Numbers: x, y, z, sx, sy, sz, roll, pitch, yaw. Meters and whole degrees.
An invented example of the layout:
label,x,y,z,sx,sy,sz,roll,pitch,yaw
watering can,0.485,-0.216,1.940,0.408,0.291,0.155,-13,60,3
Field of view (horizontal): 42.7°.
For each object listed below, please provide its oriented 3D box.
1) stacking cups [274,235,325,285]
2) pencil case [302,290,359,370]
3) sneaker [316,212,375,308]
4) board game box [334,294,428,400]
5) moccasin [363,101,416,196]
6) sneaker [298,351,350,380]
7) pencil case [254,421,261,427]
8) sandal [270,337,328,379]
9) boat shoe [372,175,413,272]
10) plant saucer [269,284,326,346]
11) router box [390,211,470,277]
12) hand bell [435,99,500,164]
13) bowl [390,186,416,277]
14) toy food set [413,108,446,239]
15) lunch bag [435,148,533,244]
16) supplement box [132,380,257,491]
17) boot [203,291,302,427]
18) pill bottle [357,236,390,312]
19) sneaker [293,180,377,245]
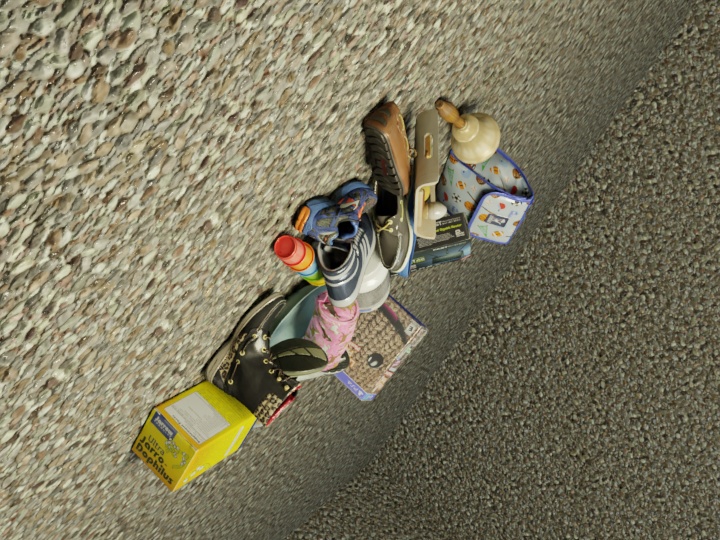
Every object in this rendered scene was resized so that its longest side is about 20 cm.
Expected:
label,x,y,z,sx,sy,sz,roll,pitch,yaw
stacking cups,-0.095,-0.024,1.548,0.061,0.060,0.200,-49,162,-1
pencil case,-0.062,0.116,1.755,0.082,0.087,0.201,-8,148,-20
sneaker,-0.024,-0.048,1.585,0.109,0.069,0.202,70,26,-51
board game box,0.018,0.147,1.951,0.201,0.159,0.097,-51,165,3
moccasin,0.053,-0.195,1.505,0.078,0.073,0.202,-52,148,-21
sneaker,-0.118,0.188,1.867,0.197,0.075,0.080,-2,156,-20
pencil case,-0.194,0.250,1.782,0.200,0.082,0.092,137,-31,-70
sandal,-0.155,0.182,1.679,0.198,0.080,0.058,-17,144,-16
boat shoe,0.051,-0.099,1.629,0.060,0.071,0.205,-2,94,-50
plant saucer,-0.129,0.090,1.751,0.201,0.039,0.202,-46,164,-17
router box,0.135,-0.051,1.947,0.197,0.063,0.150,-15,164,4
hand bell,0.185,-0.280,1.726,0.105,0.104,0.200,-51,153,7
bowl,0.089,-0.090,1.777,0.201,0.039,0.204,9,90,-85
toy food set,0.122,-0.163,1.592,0.201,0.059,0.146,87,4,-64
lunch bag,0.269,-0.166,1.984,0.124,0.200,0.171,-41,164,-30
supplement box,-0.282,0.278,1.618,0.110,0.109,0.199,-57,163,27
boot,-0.160,0.154,1.591,0.201,0.150,0.073,-50,165,0
pill bottle,0.000,0.000,1.763,0.114,0.114,0.200,-46,166,-12
sneaker,-0.029,-0.087,1.529,0.199,0.078,0.076,-32,158,-50
